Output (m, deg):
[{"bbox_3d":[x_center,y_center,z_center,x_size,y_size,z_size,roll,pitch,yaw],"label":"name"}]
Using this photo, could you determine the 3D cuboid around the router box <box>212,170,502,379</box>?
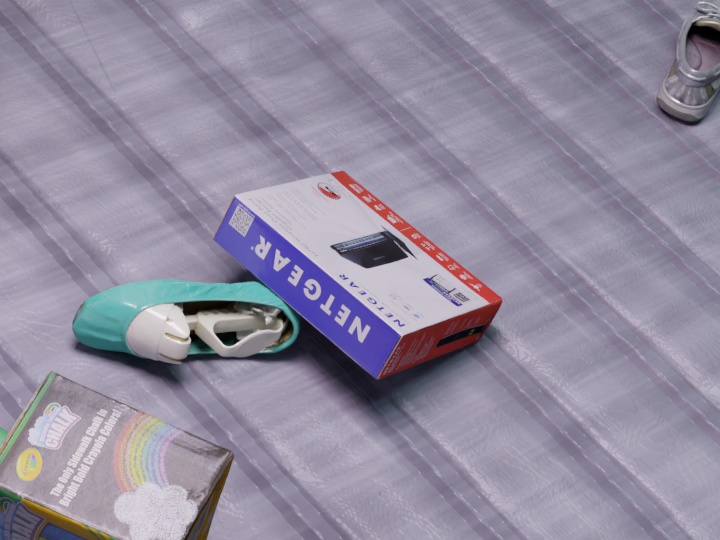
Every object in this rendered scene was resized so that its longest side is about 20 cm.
[{"bbox_3d":[0.000,0.000,1.874,0.200,0.049,0.179,39,27,19],"label":"router box"}]

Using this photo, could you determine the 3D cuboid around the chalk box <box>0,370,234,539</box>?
[{"bbox_3d":[-0.215,0.173,1.611,0.199,0.124,0.125,23,44,5],"label":"chalk box"}]

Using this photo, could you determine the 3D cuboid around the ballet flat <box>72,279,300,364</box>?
[{"bbox_3d":[-0.138,0.045,1.802,0.198,0.068,0.070,-5,33,-25],"label":"ballet flat"}]

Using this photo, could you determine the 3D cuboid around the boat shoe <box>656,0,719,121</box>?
[{"bbox_3d":[0.366,-0.233,2.268,0.074,0.065,0.202,28,43,9],"label":"boat shoe"}]
